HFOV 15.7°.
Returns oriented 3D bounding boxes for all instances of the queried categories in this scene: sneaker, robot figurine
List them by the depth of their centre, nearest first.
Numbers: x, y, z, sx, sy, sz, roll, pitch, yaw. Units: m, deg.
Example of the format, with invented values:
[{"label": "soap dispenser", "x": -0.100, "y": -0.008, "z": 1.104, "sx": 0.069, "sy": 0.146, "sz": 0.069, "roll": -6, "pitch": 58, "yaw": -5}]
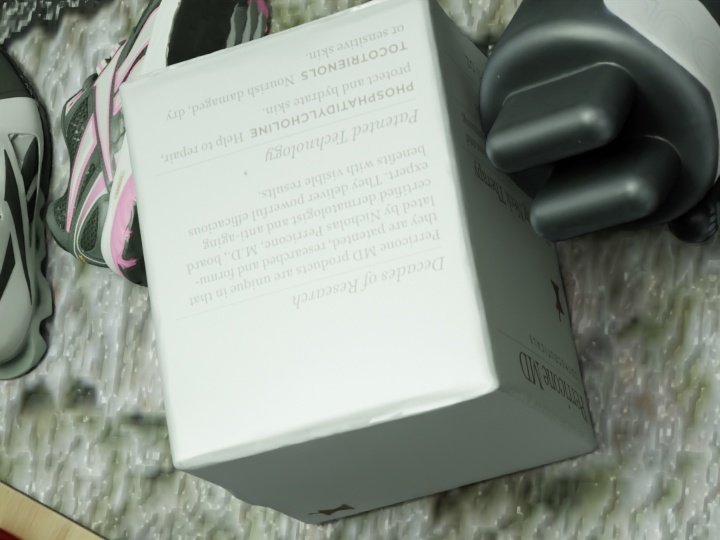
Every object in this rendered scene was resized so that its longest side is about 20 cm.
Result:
[{"label": "robot figurine", "x": 0.129, "y": -0.099, "z": 1.249, "sx": 0.124, "sy": 0.151, "sz": 0.200, "roll": 18, "pitch": 44, "yaw": 13}, {"label": "sneaker", "x": -0.120, "y": -0.095, "z": 1.407, "sx": 0.086, "sy": 0.080, "sz": 0.201, "roll": 10, "pitch": 74, "yaw": 34}, {"label": "sneaker", "x": -0.216, "y": -0.047, "z": 1.425, "sx": 0.074, "sy": 0.088, "sz": 0.201, "roll": -18, "pitch": 68, "yaw": 18}]

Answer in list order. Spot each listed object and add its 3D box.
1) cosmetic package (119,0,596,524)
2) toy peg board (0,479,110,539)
[{"label": "cosmetic package", "x": 0.000, "y": 0.000, "z": 1.280, "sx": 0.166, "sy": 0.167, "sz": 0.201, "roll": -16, "pitch": 71, "yaw": 17}, {"label": "toy peg board", "x": -0.213, "y": 0.212, "z": 1.346, "sx": 0.199, "sy": 0.098, "sz": 0.201, "roll": 25, "pitch": 86, "yaw": 26}]
